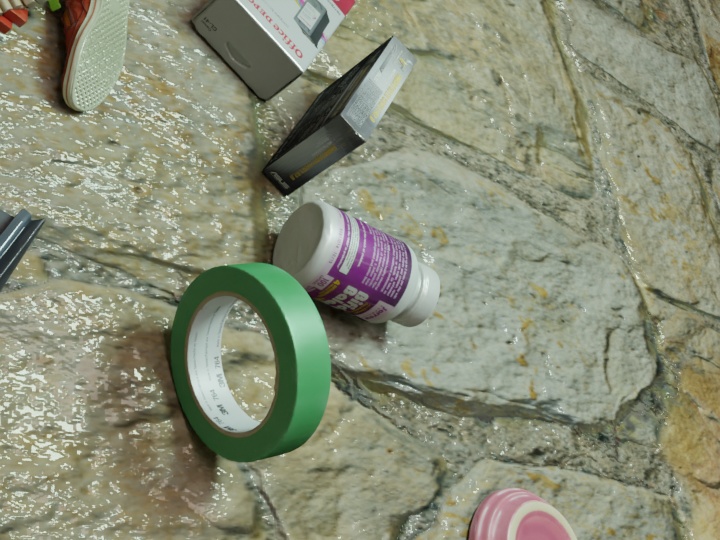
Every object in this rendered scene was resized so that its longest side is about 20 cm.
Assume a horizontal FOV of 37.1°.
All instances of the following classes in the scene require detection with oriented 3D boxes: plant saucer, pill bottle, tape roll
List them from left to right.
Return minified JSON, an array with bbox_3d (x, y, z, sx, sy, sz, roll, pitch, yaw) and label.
[{"bbox_3d":[-0.116,0.093,1.097,0.048,0.200,0.201,-5,72,-46],"label":"tape roll"},{"bbox_3d":[0.000,0.000,1.328,0.200,0.112,0.112,25,53,-33],"label":"pill bottle"},{"bbox_3d":[0.224,0.378,1.389,0.200,0.051,0.201,23,54,-36],"label":"plant saucer"}]

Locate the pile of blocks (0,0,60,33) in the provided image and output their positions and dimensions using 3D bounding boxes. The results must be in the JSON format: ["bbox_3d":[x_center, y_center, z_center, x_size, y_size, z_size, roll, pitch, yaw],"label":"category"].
[{"bbox_3d":[-0.370,-0.287,1.150,0.200,0.082,0.062,-31,94,-34],"label":"pile of blocks"}]

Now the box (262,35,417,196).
[{"bbox_3d":[-0.024,-0.200,1.380,0.048,0.158,0.200,46,43,-17],"label":"box"}]

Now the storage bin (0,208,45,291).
[{"bbox_3d":[-0.380,0.006,0.902,0.134,0.200,0.146,34,47,-12],"label":"storage bin"}]

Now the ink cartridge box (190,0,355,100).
[{"bbox_3d":[-0.111,-0.344,1.428,0.148,0.086,0.200,45,42,-18],"label":"ink cartridge box"}]

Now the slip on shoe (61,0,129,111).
[{"bbox_3d":[-0.308,-0.271,1.218,0.074,0.061,0.200,35,56,-59],"label":"slip on shoe"}]
